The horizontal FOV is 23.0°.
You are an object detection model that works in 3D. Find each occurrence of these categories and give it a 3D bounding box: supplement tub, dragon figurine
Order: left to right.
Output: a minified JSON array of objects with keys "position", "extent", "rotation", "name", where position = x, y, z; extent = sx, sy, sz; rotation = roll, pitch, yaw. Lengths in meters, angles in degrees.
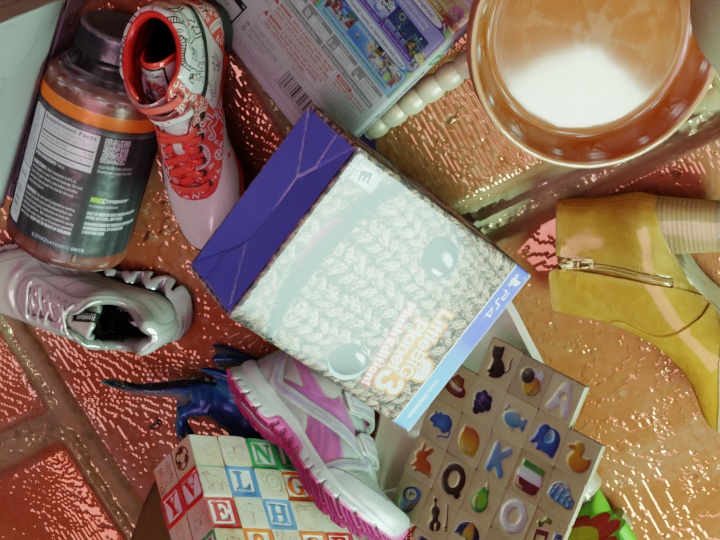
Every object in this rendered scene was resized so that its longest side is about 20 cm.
[{"position":[-0.218,-0.107,1.445],"extent":[0.106,0.107,0.201],"rotation":[22,114,5],"name":"supplement tub"},{"position":[-0.115,0.103,1.526],"extent":[0.199,0.059,0.100],"rotation":[28,113,-2],"name":"dragon figurine"}]

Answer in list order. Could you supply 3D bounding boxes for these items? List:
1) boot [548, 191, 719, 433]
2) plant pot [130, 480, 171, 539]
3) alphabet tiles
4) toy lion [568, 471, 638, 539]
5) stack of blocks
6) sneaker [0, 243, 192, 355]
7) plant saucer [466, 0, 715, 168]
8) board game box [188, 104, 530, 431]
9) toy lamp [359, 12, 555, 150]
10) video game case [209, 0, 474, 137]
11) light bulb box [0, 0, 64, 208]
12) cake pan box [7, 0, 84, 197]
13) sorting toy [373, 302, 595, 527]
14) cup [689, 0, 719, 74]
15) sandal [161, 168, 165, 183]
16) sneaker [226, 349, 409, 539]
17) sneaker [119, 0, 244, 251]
[{"position":[0.225,0.034,1.416],"extent":[0.143,0.071,0.202],"rotation":[-2,107,21],"name":"boot"},{"position":[-0.135,0.280,1.525],"extent":[0.185,0.200,0.188],"rotation":[5,112,13],"name":"plant pot"},{"position":[0.104,0.163,1.389],"extent":[0.166,0.006,0.201],"rotation":[28,100,41],"name":"alphabet tiles"},{"position":[0.138,0.249,1.447],"extent":[0.199,0.192,0.069],"rotation":[-29,102,23],"name":"toy lion"},{"position":[-0.064,0.207,1.483],"extent":[0.059,0.199,0.116],"rotation":[-45,50,36],"name":"stack of blocks"},{"position":[-0.248,0.027,1.520],"extent":[0.199,0.081,0.076],"rotation":[11,115,11],"name":"sneaker"},{"position":[0.175,-0.177,1.325],"extent":[0.199,0.032,0.201],"rotation":[-4,113,-11],"name":"plant saucer"},{"position":[0.000,0.000,1.366],"extent":[0.200,0.097,0.160],"rotation":[34,97,-34],"name":"board game box"},{"position":[0.066,-0.148,1.385],"extent":[0.199,0.058,0.058],"rotation":[-31,101,25],"name":"toy lamp"},{"position":[-0.025,-0.217,1.371],"extent":[0.182,0.022,0.200],"rotation":[-42,80,25],"name":"video game case"},{"position":[-0.368,-0.158,1.390],"extent":[0.199,0.125,0.199],"rotation":[26,115,10],"name":"light bulb box"},{"position":[-0.341,-0.180,1.478],"extent":[0.183,0.052,0.201],"rotation":[24,115,6],"name":"cake pan box"},{"position":[0.091,0.106,1.461],"extent":[0.199,0.107,0.181],"rotation":[-17,93,31],"name":"sorting toy"},{"position":[0.315,-0.200,1.245],"extent":[0.200,0.201,0.143],"rotation":[40,141,-4],"name":"cup"},{"position":[-0.070,-0.045,1.451],"extent":[0.200,0.080,0.058],"rotation":[33,101,0],"name":"sandal"},{"position":[-0.020,0.134,1.439],"extent":[0.088,0.081,0.200],"rotation":[-37,76,-15],"name":"sneaker"},{"position":[-0.142,-0.109,1.368],"extent":[0.067,0.108,0.203],"rotation":[2,98,21],"name":"sneaker"}]
